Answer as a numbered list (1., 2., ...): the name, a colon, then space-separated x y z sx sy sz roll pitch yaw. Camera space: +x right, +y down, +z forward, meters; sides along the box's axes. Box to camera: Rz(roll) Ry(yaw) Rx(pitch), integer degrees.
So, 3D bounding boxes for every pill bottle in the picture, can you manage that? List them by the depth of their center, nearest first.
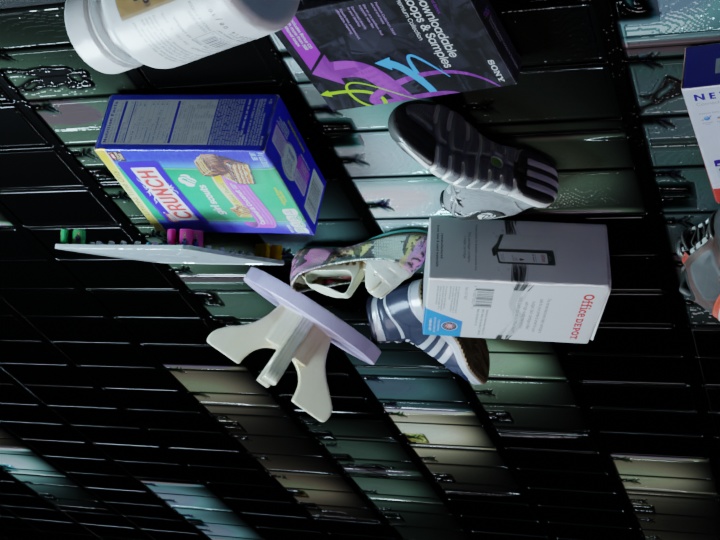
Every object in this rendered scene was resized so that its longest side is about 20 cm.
1. pill bottle: -0.160 -0.239 1.080 0.199 0.115 0.114 -11 144 36

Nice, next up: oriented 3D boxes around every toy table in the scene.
1. toy table: -0.087 0.097 1.590 0.199 0.117 0.184 32 171 8

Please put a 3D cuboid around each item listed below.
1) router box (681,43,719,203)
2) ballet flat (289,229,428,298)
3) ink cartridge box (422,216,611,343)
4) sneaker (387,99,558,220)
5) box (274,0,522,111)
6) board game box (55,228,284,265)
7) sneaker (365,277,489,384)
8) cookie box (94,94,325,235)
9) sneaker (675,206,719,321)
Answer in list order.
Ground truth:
1. router box: 0.402 -0.135 1.106 0.199 0.049 0.180 -3 148 27
2. ballet flat: 0.000 0.000 1.489 0.199 0.072 0.069 -7 145 31
3. ink cartridge box: 0.172 0.013 1.406 0.198 0.085 0.146 3 151 1
4. sneaker: 0.095 -0.097 1.277 0.199 0.075 0.115 24 152 -21
5. box: 0.031 -0.212 1.135 0.199 0.036 0.143 -6 146 28
6. board game box: -0.224 -0.028 1.478 0.199 0.026 0.200 2 176 30
7. sneaker: 0.084 0.085 1.606 0.108 0.070 0.200 -13 136 31
8. cookie box: -0.159 -0.112 1.347 0.199 0.076 0.171 2 152 20
9. sneaker: 0.368 -0.021 1.304 0.082 0.077 0.201 23 146 24
